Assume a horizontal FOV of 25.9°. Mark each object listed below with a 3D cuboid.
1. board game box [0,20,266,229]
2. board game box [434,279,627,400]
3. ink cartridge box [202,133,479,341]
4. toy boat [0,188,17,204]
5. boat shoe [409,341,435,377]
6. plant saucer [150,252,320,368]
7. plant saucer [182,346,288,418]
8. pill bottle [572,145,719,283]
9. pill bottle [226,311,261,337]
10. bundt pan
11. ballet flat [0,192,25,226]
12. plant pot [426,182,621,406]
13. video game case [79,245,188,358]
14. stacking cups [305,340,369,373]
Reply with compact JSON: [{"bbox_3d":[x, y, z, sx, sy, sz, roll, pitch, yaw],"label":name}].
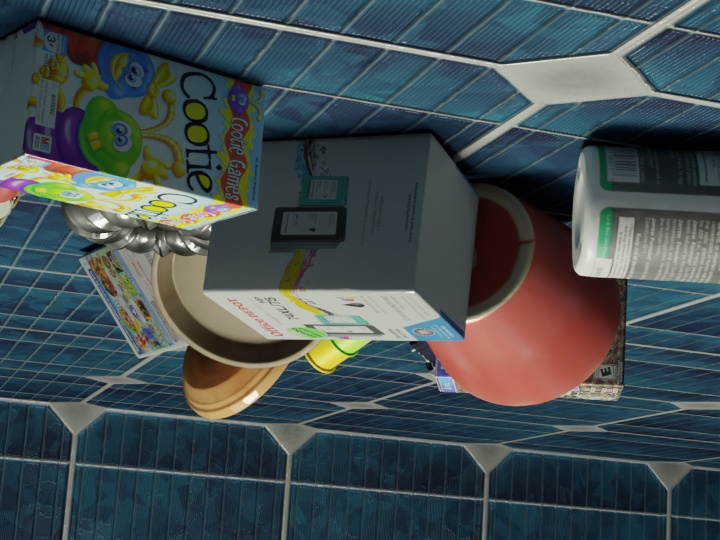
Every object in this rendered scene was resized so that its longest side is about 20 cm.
[{"bbox_3d":[-0.185,-0.106,1.200,0.200,0.105,0.103,12,165,-37],"label":"board game box"},{"bbox_3d":[0.186,0.051,1.695,0.200,0.160,0.097,2,167,6],"label":"board game box"},{"bbox_3d":[-0.015,-0.026,1.396,0.200,0.146,0.147,-1,161,22],"label":"ink cartridge box"},{"bbox_3d":[-0.377,-0.085,1.289,0.200,0.131,0.130,13,165,-35],"label":"toy boat"},{"bbox_3d":[0.105,0.100,2.186,0.093,0.075,0.200,13,158,-12],"label":"boat shoe"},{"bbox_3d":[-0.122,0.014,1.650,0.200,0.200,0.029,1,-150,11],"label":"plant saucer"},{"bbox_3d":[-0.150,0.087,1.915,0.200,0.200,0.037,-9,139,46],"label":"plant saucer"},{"bbox_3d":[0.283,-0.046,1.321,0.199,0.113,0.113,4,168,3],"label":"pill bottle"},{"bbox_3d":[-0.144,0.033,1.805,0.119,0.120,0.200,10,167,-26],"label":"pill bottle"},{"bbox_3d":[-0.193,-0.062,1.482,0.201,0.076,0.202,4,169,1],"label":"bundt pan"},{"bbox_3d":[-0.351,-0.076,1.481,0.068,0.067,0.200,8,167,-19],"label":"ballet flat"},{"bbox_3d":[0.130,0.015,1.510,0.200,0.201,0.177,-2,158,26],"label":"plant pot"},{"bbox_3d":[-0.250,0.028,1.811,0.018,0.143,0.200,-35,-170,-31],"label":"video game case"},{"bbox_3d":[0.021,0.052,1.824,0.200,0.061,0.060,-32,150,30],"label":"stacking cups"}]
